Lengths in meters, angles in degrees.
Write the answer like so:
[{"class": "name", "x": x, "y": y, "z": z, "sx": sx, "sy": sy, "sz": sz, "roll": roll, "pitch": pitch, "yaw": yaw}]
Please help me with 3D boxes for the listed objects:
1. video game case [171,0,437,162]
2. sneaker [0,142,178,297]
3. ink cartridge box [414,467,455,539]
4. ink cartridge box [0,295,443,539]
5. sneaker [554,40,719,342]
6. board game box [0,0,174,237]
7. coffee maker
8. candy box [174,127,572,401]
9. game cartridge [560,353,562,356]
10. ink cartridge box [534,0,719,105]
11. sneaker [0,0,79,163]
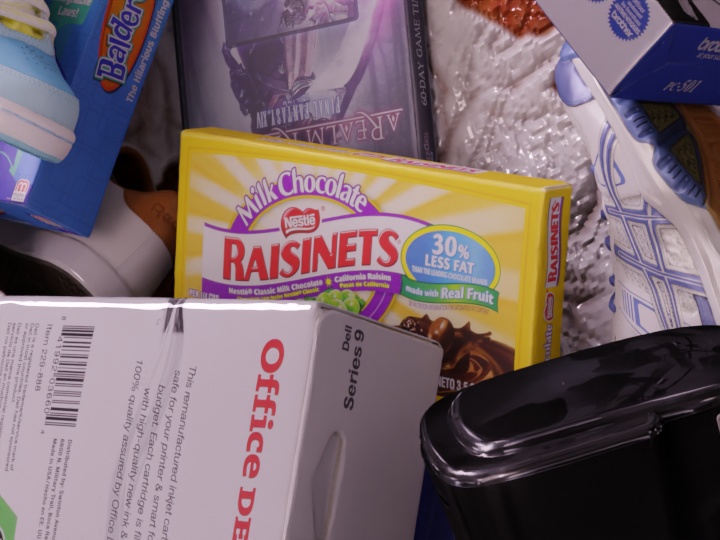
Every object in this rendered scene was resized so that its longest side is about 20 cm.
[{"class": "video game case", "x": -0.029, "y": -0.101, "z": 1.138, "sx": 0.142, "sy": 0.019, "sz": 0.202, "roll": -8, "pitch": 85, "yaw": 38}, {"class": "sneaker", "x": -0.149, "y": -0.028, "z": 1.217, "sx": 0.085, "sy": 0.073, "sz": 0.199, "roll": -46, "pitch": 39, "yaw": -18}, {"class": "ink cartridge box", "x": -0.032, "y": 0.149, "z": 1.049, "sx": 0.199, "sy": 0.043, "sz": 0.198, "roll": 9, "pitch": 87, "yaw": 45}, {"class": "ink cartridge box", "x": -0.073, "y": 0.090, "z": 1.014, "sx": 0.199, "sy": 0.084, "sz": 0.147, "roll": 1, "pitch": 78, "yaw": 42}, {"class": "sneaker", "x": 0.122, "y": -0.004, "z": 0.982, "sx": 0.088, "sy": 0.075, "sz": 0.201, "roll": -43, "pitch": 65, "yaw": 31}, {"class": "board game box", "x": -0.157, "y": -0.124, "z": 1.172, "sx": 0.151, "sy": 0.045, "sz": 0.201, "roll": 9, "pitch": 76, "yaw": 45}, {"class": "coffee maker", "x": 0.089, "y": 0.141, "z": 0.904, "sx": 0.134, "sy": 0.191, "sz": 0.201, "roll": 6, "pitch": 117, "yaw": 63}, {"class": "candy box", "x": 0.000, "y": 0.000, "z": 1.052, "sx": 0.199, "sy": 0.026, "sz": 0.103, "roll": 10, "pitch": 100, "yaw": 37}, {"class": "game cartridge", "x": 0.033, "y": 0.096, "z": 1.072, "sx": 0.177, "sy": 0.032, "sz": 0.200, "roll": -50, "pitch": 64, "yaw": 31}, {"class": "ink cartridge box", "x": 0.083, "y": -0.155, "z": 0.999, "sx": 0.044, "sy": 0.094, "sz": 0.200, "roll": -49, "pitch": 63, "yaw": 28}, {"class": "sneaker", "x": -0.164, "y": -0.140, "z": 1.098, "sx": 0.200, "sy": 0.079, "sz": 0.131, "roll": 41, "pitch": 101, "yaw": 44}]
